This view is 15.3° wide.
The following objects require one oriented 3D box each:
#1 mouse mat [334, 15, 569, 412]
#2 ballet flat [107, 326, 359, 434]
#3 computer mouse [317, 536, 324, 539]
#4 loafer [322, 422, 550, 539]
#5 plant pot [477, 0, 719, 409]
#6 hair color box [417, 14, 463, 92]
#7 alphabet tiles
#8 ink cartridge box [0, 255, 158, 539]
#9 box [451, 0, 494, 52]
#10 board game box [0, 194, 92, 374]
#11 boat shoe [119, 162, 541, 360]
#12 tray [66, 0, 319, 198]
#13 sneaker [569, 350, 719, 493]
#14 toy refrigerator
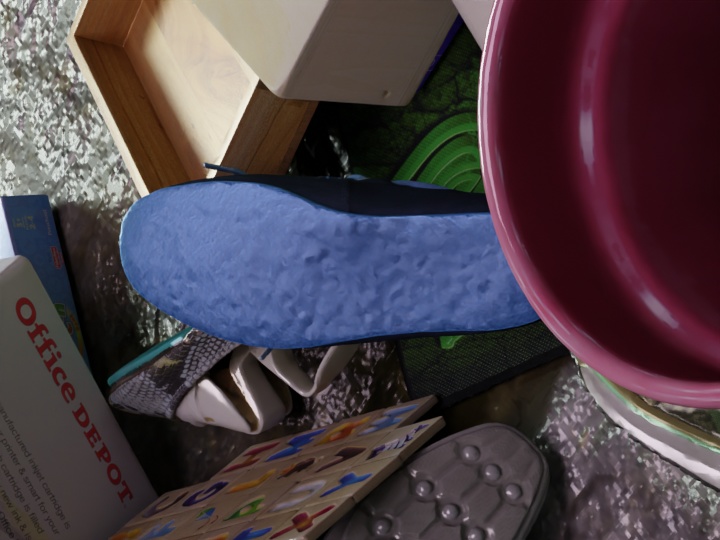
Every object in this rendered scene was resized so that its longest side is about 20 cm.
[{"bbox_3d":[0.069,-0.042,1.142,0.200,0.008,0.162,-28,72,44],"label":"mouse mat"},{"bbox_3d":[-0.048,0.036,1.223,0.200,0.072,0.072,-39,64,43],"label":"ballet flat"},{"bbox_3d":[-0.011,0.200,1.210,0.140,0.046,0.201,-30,65,38],"label":"computer mouse"},{"bbox_3d":[0.002,0.145,1.126,0.200,0.070,0.070,-44,77,-11],"label":"loafer"},{"bbox_3d":[0.170,-0.056,0.913,0.199,0.179,0.201,3,94,46],"label":"plant pot"},{"bbox_3d":[0.026,-0.186,1.139,0.109,0.065,0.200,54,127,32],"label":"hair color box"},{"bbox_3d":[-0.057,0.108,1.169,0.200,0.166,0.006,-19,104,47],"label":"alphabet tiles"},{"bbox_3d":[-0.225,0.113,1.246,0.146,0.200,0.147,-12,113,40],"label":"ink cartridge box"},{"bbox_3d":[0.054,-0.159,1.028,0.068,0.082,0.200,-33,88,31],"label":"box"},{"bbox_3d":[-0.216,0.066,1.417,0.200,0.036,0.152,-29,71,42],"label":"board game box"},{"bbox_3d":[0.000,0.000,1.116,0.199,0.069,0.085,9,102,17],"label":"boat shoe"},{"bbox_3d":[-0.079,-0.095,1.230,0.099,0.037,0.200,-63,33,25],"label":"tray"},{"bbox_3d":[0.166,0.048,1.012,0.200,0.077,0.089,35,103,34],"label":"sneaker"},{"bbox_3d":[-0.049,-0.151,1.117,0.200,0.076,0.070,49,122,33],"label":"toy refrigerator"}]
